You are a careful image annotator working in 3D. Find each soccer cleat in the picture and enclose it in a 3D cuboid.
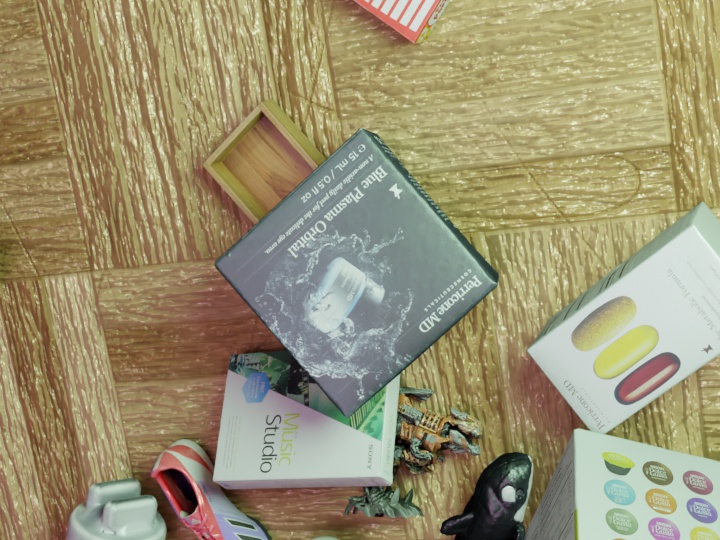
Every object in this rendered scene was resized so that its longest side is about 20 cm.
[{"bbox_3d":[-0.165,0.286,1.477,0.068,0.073,0.201,-35,91,23],"label":"soccer cleat"}]

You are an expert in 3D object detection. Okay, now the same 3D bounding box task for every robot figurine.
[{"bbox_3d":[-0.288,0.343,1.514,0.169,0.112,0.202,35,119,49],"label":"robot figurine"}]

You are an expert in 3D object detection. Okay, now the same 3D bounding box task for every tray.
[{"bbox_3d":[-0.063,-0.071,1.371,0.099,0.037,0.200,-43,86,24],"label":"tray"}]

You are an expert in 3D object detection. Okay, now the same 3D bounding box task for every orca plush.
[{"bbox_3d":[0.110,0.261,1.354,0.071,0.106,0.200,8,142,-19],"label":"orca plush"}]

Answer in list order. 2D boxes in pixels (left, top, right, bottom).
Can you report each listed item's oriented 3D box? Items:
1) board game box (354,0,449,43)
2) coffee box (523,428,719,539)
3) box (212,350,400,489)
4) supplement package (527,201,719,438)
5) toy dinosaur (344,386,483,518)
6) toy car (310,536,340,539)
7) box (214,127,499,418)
[{"bbox_3d":[0.049,-0.345,1.255,0.151,0.046,0.201,36,113,8],"label":"board game box"},{"bbox_3d":[0.262,0.300,1.211,0.198,0.198,0.201,14,129,-3],"label":"coffee box"},{"bbox_3d":[-0.056,0.154,1.377,0.198,0.036,0.145,-6,65,24],"label":"box"},{"bbox_3d":[0.275,0.047,1.238,0.200,0.109,0.114,-41,88,24],"label":"supplement package"},{"bbox_3d":[0.030,0.192,1.388,0.199,0.102,0.137,-5,80,36],"label":"toy dinosaur"},{"bbox_3d":[-0.055,0.403,1.433,0.200,0.175,0.150,49,153,-10],"label":"toy car"},{"bbox_3d":[0.000,0.000,1.277,0.196,0.117,0.200,-42,88,6],"label":"box"}]
